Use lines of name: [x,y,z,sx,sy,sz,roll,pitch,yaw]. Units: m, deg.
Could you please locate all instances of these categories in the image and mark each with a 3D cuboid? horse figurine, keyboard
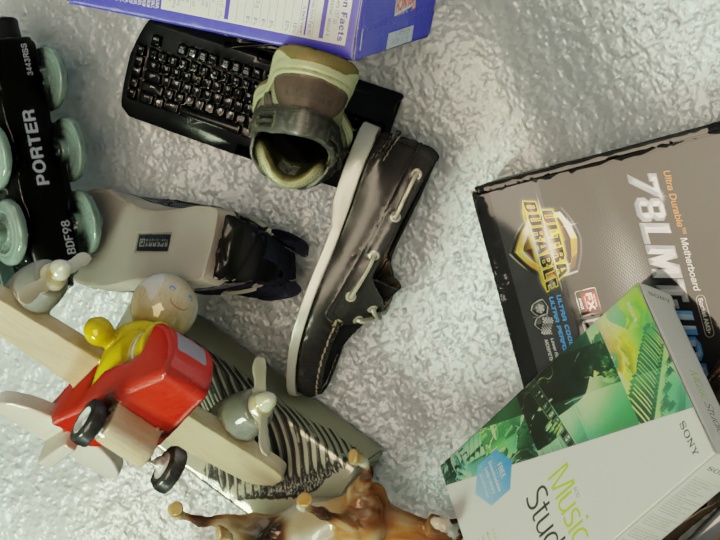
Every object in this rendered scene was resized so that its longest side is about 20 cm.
horse figurine: [-0.041,0.171,1.431,0.200,0.133,0.050,-20,61,17]
keyboard: [-0.072,-0.127,1.505,0.200,0.040,0.104,18,102,14]

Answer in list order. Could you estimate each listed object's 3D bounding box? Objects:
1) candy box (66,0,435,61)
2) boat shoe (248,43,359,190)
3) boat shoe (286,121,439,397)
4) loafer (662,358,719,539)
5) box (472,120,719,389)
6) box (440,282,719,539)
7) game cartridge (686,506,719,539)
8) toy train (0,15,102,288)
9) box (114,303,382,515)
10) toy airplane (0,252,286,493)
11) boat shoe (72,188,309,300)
candy box: [-0.065,-0.197,1.425,0.200,0.169,0.077,13,104,15]
boat shoe: [-0.043,-0.085,1.403,0.072,0.201,0.066,20,74,-1]
boat shoe: [0.000,0.000,1.482,0.060,0.074,0.200,19,103,5]
loafer: [0.226,0.114,1.375,0.073,0.071,0.200,40,108,8]
box: [0.194,0.015,1.434,0.198,0.050,0.200,-13,93,20]
box: [0.142,0.124,1.376,0.200,0.036,0.144,-45,42,26]
game cartridge: [0.281,0.207,1.436,0.133,0.042,0.200,45,107,12]
toy train: [-0.245,-0.074,1.523,0.114,0.085,0.200,-21,81,56]
box: [-0.090,0.105,1.523,0.200,0.068,0.082,34,106,11]
toy airplane: [-0.153,0.068,1.428,0.199,0.200,0.141,19,72,24]
boat shoe: [-0.125,-0.010,1.521,0.200,0.093,0.075,10,84,47]
